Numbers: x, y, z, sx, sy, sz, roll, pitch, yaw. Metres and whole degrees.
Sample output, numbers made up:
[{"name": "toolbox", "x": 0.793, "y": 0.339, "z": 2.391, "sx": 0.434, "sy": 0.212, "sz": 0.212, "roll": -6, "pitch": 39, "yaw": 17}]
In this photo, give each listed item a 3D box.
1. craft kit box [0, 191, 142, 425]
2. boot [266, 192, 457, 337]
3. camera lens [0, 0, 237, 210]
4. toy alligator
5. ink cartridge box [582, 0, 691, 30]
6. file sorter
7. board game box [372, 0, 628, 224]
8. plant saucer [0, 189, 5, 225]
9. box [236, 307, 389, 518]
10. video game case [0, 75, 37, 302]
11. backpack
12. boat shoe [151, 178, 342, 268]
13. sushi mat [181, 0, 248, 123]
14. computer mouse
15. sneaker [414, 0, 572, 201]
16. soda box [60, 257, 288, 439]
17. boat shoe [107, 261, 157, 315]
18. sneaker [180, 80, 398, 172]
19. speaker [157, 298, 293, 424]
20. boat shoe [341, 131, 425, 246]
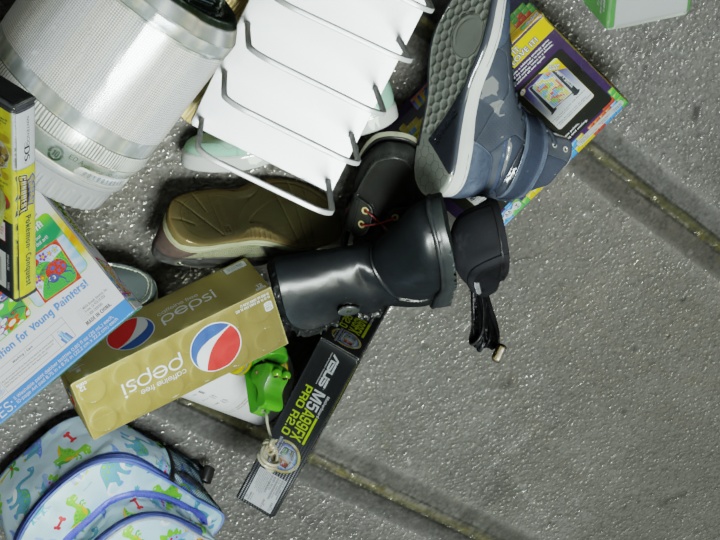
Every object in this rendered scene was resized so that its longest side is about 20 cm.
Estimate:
[{"name": "craft kit box", "x": -0.321, "y": 0.018, "z": 1.542, "sx": 0.199, "sy": 0.049, "sz": 0.198, "roll": -38, "pitch": 93, "yaw": 4}, {"name": "boot", "x": 0.000, "y": 0.000, "z": 1.640, "sx": 0.166, "sy": 0.077, "sz": 0.200, "roll": -10, "pitch": 163, "yaw": -2}, {"name": "camera lens", "x": -0.207, "y": -0.171, "z": 1.456, "sx": 0.159, "sy": 0.160, "sz": 0.200, "roll": 27, "pitch": 110, "yaw": -41}, {"name": "toy alligator", "x": -0.088, "y": 0.089, "z": 1.706, "sx": 0.054, "sy": 0.202, "sz": 0.059, "roll": -37, "pitch": 143, "yaw": 29}, {"name": "ink cartridge box", "x": 0.205, "y": -0.321, "z": 1.546, "sx": 0.083, "sy": 0.201, "sz": 0.146, "roll": -14, "pitch": 131, "yaw": -15}, {"name": "file sorter", "x": -0.039, "y": -0.169, "z": 1.513, "sx": 0.138, "sy": 0.125, "sz": 0.201, "roll": 25, "pitch": 104, "yaw": -11}, {"name": "board game box", "x": 0.135, "y": -0.144, "z": 1.749, "sx": 0.200, "sy": 0.057, "sz": 0.165, "roll": -45, "pitch": 132, "yaw": 10}, {"name": "plant saucer", "x": -0.353, "y": -0.065, "z": 1.418, "sx": 0.048, "sy": 0.200, "sz": 0.200, "roll": -32, "pitch": 170, "yaw": -40}, {"name": "box", "x": -0.043, "y": 0.125, "z": 1.800, "sx": 0.044, "sy": 0.160, "sz": 0.201, "roll": 29, "pitch": 114, "yaw": 2}, {"name": "video game case", "x": -0.327, "y": -0.095, "z": 1.430, "sx": 0.025, "sy": 0.199, "sz": 0.182, "roll": -32, "pitch": 141, "yaw": -40}, {"name": "backpack", "x": -0.246, "y": 0.247, "z": 1.783, "sx": 0.183, "sy": 0.147, "sz": 0.200, "roll": -44, "pitch": 131, "yaw": 6}, {"name": "boat shoe", "x": -0.108, "y": -0.039, "z": 1.692, "sx": 0.199, "sy": 0.072, "sz": 0.066, "roll": -5, "pitch": 158, "yaw": -42}, {"name": "sushi mat", "x": -0.117, "y": -0.219, "z": 1.573, "sx": 0.095, "sy": 0.012, "sz": 0.200, "roll": 30, "pitch": 106, "yaw": -40}, {"name": "computer mouse", "x": 0.107, "y": 0.015, "z": 1.681, "sx": 0.045, "sy": 0.142, "sz": 0.200, "roll": -9, "pitch": 173, "yaw": -4}, {"name": "sneaker", "x": 0.131, "y": -0.161, "z": 1.649, "sx": 0.145, "sy": 0.077, "sz": 0.205, "roll": 5, "pitch": 102, "yaw": -38}, {"name": "soda box", "x": -0.170, "y": 0.069, "z": 1.633, "sx": 0.198, "sy": 0.064, "sz": 0.068, "roll": -26, "pitch": 126, "yaw": -13}, {"name": "boat shoe", "x": -0.274, "y": 0.021, "z": 1.618, "sx": 0.198, "sy": 0.074, "sz": 0.062, "roll": -2, "pitch": 159, "yaw": -17}, {"name": "sneaker", "x": -0.076, "y": -0.163, "z": 1.615, "sx": 0.198, "sy": 0.074, "sz": 0.119, "roll": -17, "pitch": 110, "yaw": 1}, {"name": "speaker", "x": -0.158, "y": 0.085, "z": 1.748, "sx": 0.199, "sy": 0.081, "sz": 0.081, "roll": 25, "pitch": 111, "yaw": -40}, {"name": "boat shoe", "x": 0.023, "y": -0.053, "z": 1.705, "sx": 0.073, "sy": 0.064, "sz": 0.202, "roll": 12, "pitch": 146, "yaw": -2}]
